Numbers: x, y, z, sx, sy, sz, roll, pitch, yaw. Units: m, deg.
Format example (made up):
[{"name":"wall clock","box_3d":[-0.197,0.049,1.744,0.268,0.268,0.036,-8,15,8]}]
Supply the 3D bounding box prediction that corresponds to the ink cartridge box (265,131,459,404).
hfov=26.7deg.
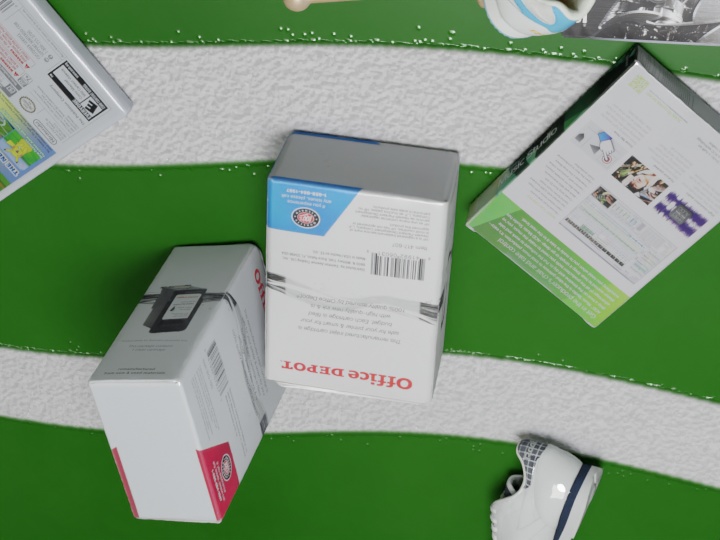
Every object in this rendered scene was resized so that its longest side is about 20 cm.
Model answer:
[{"name":"ink cartridge box","box_3d":[0.000,0.000,1.250,0.145,0.084,0.201,8,125,7]}]

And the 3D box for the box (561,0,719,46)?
[{"name":"box","box_3d":[0.223,-0.258,1.055,0.157,0.048,0.201,6,124,10]}]

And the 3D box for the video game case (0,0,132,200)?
[{"name":"video game case","box_3d":[-0.316,-0.166,1.253,0.182,0.022,0.200,-29,113,27]}]

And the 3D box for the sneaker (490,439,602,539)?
[{"name":"sneaker","box_3d":[0.153,0.240,1.390,0.080,0.076,0.201,24,121,10]}]

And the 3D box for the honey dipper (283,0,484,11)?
[{"name":"honey dipper","box_3d":[0.036,-0.213,1.138,0.199,0.038,0.038,0,123,17]}]

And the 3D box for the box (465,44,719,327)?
[{"name":"box","box_3d":[0.200,-0.062,1.197,0.144,0.036,0.200,38,121,-13]}]

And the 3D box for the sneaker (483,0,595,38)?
[{"name":"sneaker","box_3d":[0.109,-0.260,1.035,0.076,0.081,0.201,-26,105,-23]}]

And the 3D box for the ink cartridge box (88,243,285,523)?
[{"name":"ink cartridge box","box_3d":[-0.136,0.089,1.271,0.083,0.200,0.146,-2,122,18]}]
